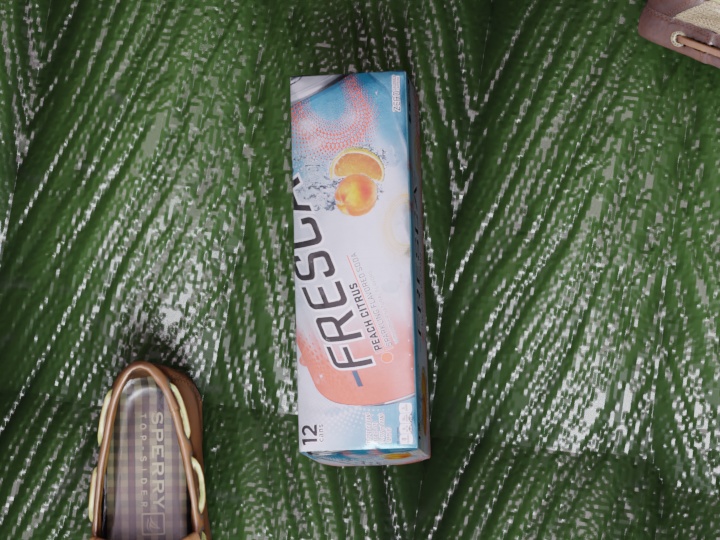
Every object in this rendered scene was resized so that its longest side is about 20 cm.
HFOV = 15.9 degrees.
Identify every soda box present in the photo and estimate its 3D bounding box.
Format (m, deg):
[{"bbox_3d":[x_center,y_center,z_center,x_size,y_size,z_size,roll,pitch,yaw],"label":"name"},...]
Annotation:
[{"bbox_3d":[0.000,0.000,1.346,0.063,0.068,0.200,-3,80,7],"label":"soda box"}]

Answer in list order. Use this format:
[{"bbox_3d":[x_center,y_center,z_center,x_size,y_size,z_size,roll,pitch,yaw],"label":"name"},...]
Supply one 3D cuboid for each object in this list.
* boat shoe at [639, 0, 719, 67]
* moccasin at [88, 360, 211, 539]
[{"bbox_3d":[0.236,-0.098,1.335,0.200,0.072,0.072,30,110,6],"label":"boat shoe"},{"bbox_3d":[-0.106,0.147,1.330,0.074,0.078,0.202,2,80,8],"label":"moccasin"}]
